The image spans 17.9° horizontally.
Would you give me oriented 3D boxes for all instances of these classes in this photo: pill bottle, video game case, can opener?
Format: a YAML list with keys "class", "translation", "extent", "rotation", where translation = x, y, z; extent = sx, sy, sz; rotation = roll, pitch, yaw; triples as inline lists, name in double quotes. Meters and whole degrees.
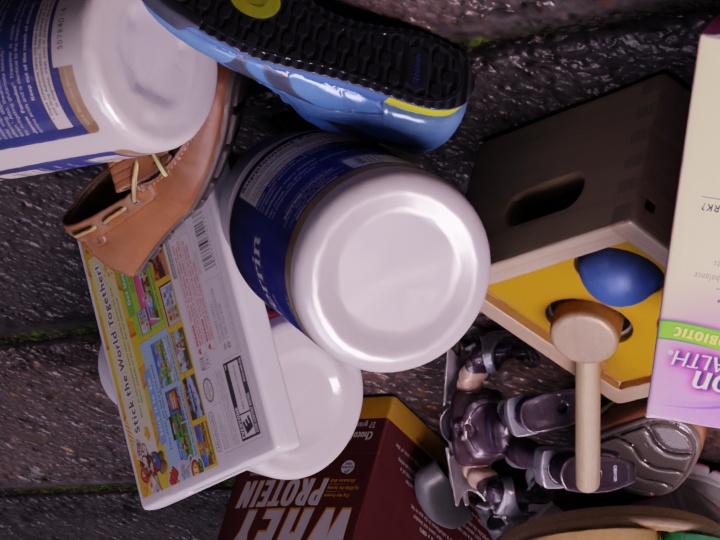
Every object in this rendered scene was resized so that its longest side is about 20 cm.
- class: "pill bottle"
  translation: [-0.190, -0.112, 1.328]
  extent: [0.200, 0.111, 0.111]
  rotation: [-7, 145, 37]
- class: "video game case"
  translation: [-0.116, 0.042, 1.499]
  extent: [0.023, 0.200, 0.182]
  rotation: [-8, 168, -36]
- class: "pill bottle"
  translation: [-0.098, 0.075, 1.593]
  extent: [0.111, 0.112, 0.200]
  rotation: [37, 164, -34]
- class: "can opener"
  translation: [0.100, 0.195, 1.759]
  extent: [0.066, 0.053, 0.200]
  rotation: [-33, 128, 4]
- class: "pill bottle"
  translation: [-0.011, -0.019, 1.322]
  extent: [0.116, 0.116, 0.200]
  rotation: [29, -178, -22]

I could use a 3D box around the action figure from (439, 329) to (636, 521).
- class: "action figure"
  translation: [0.106, 0.109, 1.541]
  extent: [0.069, 0.130, 0.200]
  rotation: [-16, -173, -20]

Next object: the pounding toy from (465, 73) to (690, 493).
- class: "pounding toy"
  translation: [0.154, 0.015, 1.337]
  extent: [0.184, 0.142, 0.200]
  rotation: [34, 148, -29]

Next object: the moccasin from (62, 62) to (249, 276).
- class: "moccasin"
  translation: [-0.128, -0.072, 1.404]
  extent: [0.078, 0.074, 0.201]
  rotation: [26, 146, -14]

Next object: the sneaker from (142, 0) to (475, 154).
- class: "sneaker"
  translation: [-0.037, -0.115, 1.281]
  extent: [0.200, 0.066, 0.078]
  rotation: [21, 145, -11]

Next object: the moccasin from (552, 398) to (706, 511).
- class: "moccasin"
  translation: [0.191, 0.119, 1.577]
  extent: [0.074, 0.078, 0.201]
  rotation: [30, 158, 3]

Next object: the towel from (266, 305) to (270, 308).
- class: "towel"
  translation: [0.000, 0.000, 1.525]
  extent: [0.144, 0.023, 0.200]
  rotation: [29, 150, -20]

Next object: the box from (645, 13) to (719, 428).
- class: "box"
  translation: [0.249, -0.016, 1.156]
  extent: [0.176, 0.200, 0.097]
  rotation: [9, -167, 12]

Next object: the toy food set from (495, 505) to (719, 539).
- class: "toy food set"
  translation: [0.178, 0.214, 1.592]
  extent: [0.198, 0.049, 0.200]
  rotation: [9, 151, -21]

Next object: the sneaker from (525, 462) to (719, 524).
- class: "sneaker"
  translation: [0.210, 0.195, 1.697]
  extent: [0.200, 0.088, 0.081]
  rotation: [-2, 147, 31]

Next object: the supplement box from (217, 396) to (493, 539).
- class: "supplement box"
  translation: [-0.002, 0.232, 1.761]
  extent: [0.133, 0.200, 0.197]
  rotation: [-5, 146, 35]
